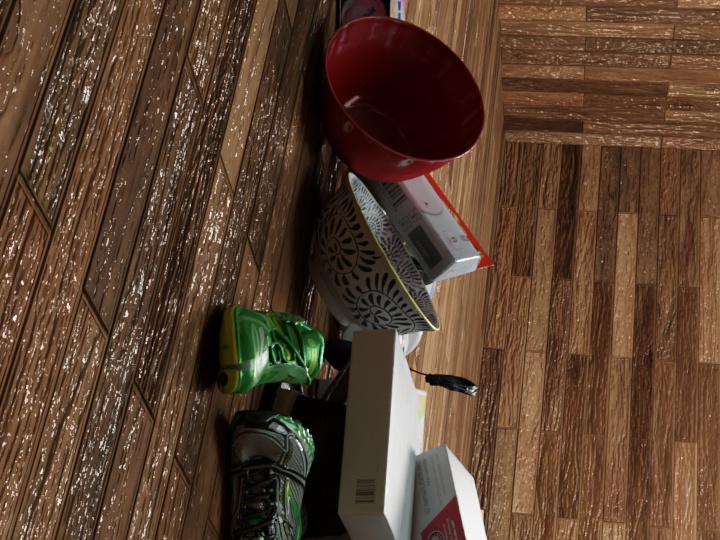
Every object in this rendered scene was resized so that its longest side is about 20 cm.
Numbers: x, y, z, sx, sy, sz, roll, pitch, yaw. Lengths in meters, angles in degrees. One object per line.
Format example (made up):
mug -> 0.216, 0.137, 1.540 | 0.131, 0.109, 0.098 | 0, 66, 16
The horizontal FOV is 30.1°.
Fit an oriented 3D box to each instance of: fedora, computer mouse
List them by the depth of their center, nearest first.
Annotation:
fedora -> -0.045, 0.204, 1.391 | 0.201, 0.090, 0.204 | 3, 90, -80
computer mouse -> 0.046, 0.125, 1.622 | 0.059, 0.197, 0.034 | -109, -144, -81

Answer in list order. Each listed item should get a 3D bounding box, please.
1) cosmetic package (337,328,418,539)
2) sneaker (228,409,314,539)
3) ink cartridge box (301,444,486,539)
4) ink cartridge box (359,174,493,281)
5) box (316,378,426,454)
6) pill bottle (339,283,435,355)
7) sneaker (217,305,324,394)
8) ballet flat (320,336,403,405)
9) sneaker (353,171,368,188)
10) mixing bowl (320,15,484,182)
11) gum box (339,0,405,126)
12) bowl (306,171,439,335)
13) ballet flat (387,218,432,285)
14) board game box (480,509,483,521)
cosmetic package -> 0.021, 0.184, 1.365 | 0.151, 0.051, 0.202 | 67, 23, -54
sneaker -> -0.084, 0.209, 1.226 | 0.086, 0.077, 0.202 | -72, 163, -51
ink cartridge box -> 0.031, 0.298, 1.445 | 0.084, 0.198, 0.146 | 50, 21, -45
ink cartridge box -> 0.098, -0.073, 1.655 | 0.163, 0.057, 0.199 | 56, 30, 11
box -> 0.014, 0.194, 1.675 | 0.200, 0.111, 0.103 | 34, 60, -77
pill bottle -> 0.033, 0.046, 1.734 | 0.201, 0.111, 0.114 | -68, 159, -61
sneaker -> -0.077, 0.067, 1.201 | 0.200, 0.082, 0.075 | -25, 119, -78
ballet flat -> -0.008, 0.145, 1.546 | 0.202, 0.068, 0.071 | -63, 173, -7
sneaker -> 0.028, -0.116, 1.794 | 0.200, 0.069, 0.079 | -46, 143, -65
mixing bowl -> 0.030, -0.176, 1.522 | 0.109, 0.198, 0.202 | -51, -159, 48
gum box -> 0.013, -0.240, 1.651 | 0.114, 0.065, 0.203 | -45, 137, -76
bowl -> 0.000, 0.000, 1.498 | 0.202, 0.093, 0.201 | 59, 8, -14
ballet flat -> 0.045, -0.033, 1.641 | 0.199, 0.072, 0.074 | 22, 68, -45
board game box -> 0.038, 0.379, 1.616 | 0.200, 0.197, 0.203 | 47, 47, -75
